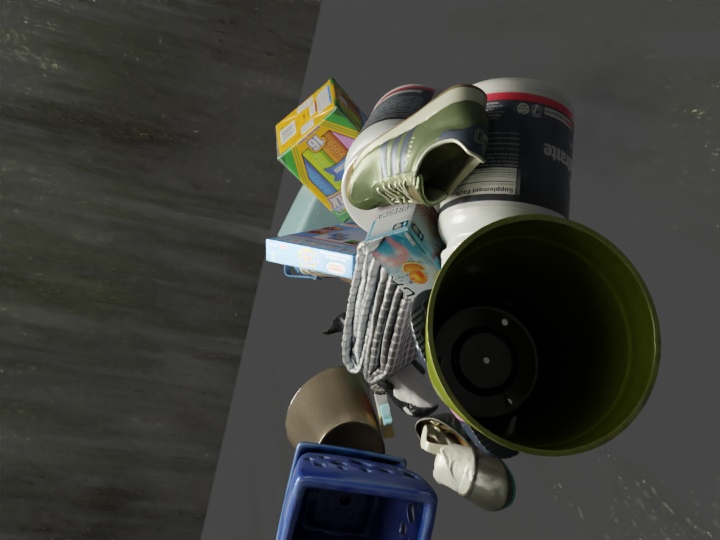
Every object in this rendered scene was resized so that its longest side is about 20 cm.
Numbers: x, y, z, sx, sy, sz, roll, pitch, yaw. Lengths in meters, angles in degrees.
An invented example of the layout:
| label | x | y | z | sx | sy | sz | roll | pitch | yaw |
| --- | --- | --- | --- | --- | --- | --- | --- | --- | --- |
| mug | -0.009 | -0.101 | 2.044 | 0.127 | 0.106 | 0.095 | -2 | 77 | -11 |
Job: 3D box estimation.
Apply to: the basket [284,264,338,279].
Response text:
| label | x | y | z | sx | sy | sz | roll | pitch | yaw |
| --- | --- | --- | --- | --- | --- | --- | --- | --- | --- |
| basket | -0.092 | -0.060 | 1.632 | 0.199 | 0.138 | 0.178 | 13 | 92 | 44 |

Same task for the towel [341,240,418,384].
| label | x | y | z | sx | sy | sz | roll | pitch | yaw |
| --- | --- | --- | --- | --- | --- | --- | --- | --- | --- |
| towel | 0.062 | 0.038 | 0.996 | 0.165 | 0.085 | 0.202 | -26 | -47 | -50 |

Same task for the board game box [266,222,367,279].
| label | x | y | z | sx | sy | sz | roll | pitch | yaw |
| --- | --- | --- | --- | --- | --- | --- | --- | --- | --- |
| board game box | -0.014 | -0.034 | 1.059 | 0.150 | 0.199 | 0.037 | 11 | 107 | 33 |

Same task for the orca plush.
| label | x | y | z | sx | sy | sz | roll | pitch | yaw |
| --- | --- | --- | --- | --- | --- | --- | --- | --- | --- |
| orca plush | 0.022 | 0.153 | 1.074 | 0.071 | 0.199 | 0.105 | -58 | -10 | 25 |

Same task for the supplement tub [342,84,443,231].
| label | x | y | z | sx | sy | sz | roll | pitch | yaw |
| --- | --- | --- | --- | --- | --- | --- | --- | --- | --- |
| supplement tub | 0.060 | -0.142 | 0.941 | 0.200 | 0.139 | 0.141 | -66 | -1 | -54 |

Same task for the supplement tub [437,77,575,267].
| label | x | y | z | sx | sy | sz | roll | pitch | yaw |
| --- | --- | --- | --- | --- | --- | --- | --- | --- | --- |
| supplement tub | 0.158 | -0.092 | 0.800 | 0.140 | 0.139 | 0.202 | 148 | 130 | -69 |

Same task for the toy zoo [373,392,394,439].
| label | x | y | z | sx | sy | sz | roll | pitch | yaw |
| --- | --- | --- | --- | --- | --- | --- | --- | --- | --- |
| toy zoo | 0.027 | 0.179 | 1.199 | 0.201 | 0.020 | 0.132 | -103 | 1 | -55 |

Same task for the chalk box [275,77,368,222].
| label | x | y | z | sx | sy | sz | roll | pitch | yaw |
| --- | --- | --- | --- | --- | --- | --- | --- | --- | --- |
| chalk box | -0.022 | -0.172 | 1.153 | 0.124 | 0.200 | 0.125 | -37 | 32 | 17 |

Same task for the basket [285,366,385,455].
| label | x | y | z | sx | sy | sz | roll | pitch | yaw |
| --- | --- | --- | --- | --- | --- | --- | --- | --- | --- |
| basket | -0.036 | 0.267 | 1.224 | 0.181 | 0.136 | 0.200 | -50 | 16 | -2 |

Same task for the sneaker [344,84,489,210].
| label | x | y | z | sx | sy | sz | roll | pitch | yaw |
| --- | --- | --- | --- | --- | --- | --- | --- | --- | --- |
| sneaker | 0.055 | -0.101 | 0.763 | 0.200 | 0.067 | 0.091 | -35 | 45 | 37 |

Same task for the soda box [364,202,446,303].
| label | x | y | z | sx | sy | sz | roll | pitch | yaw |
| --- | --- | --- | --- | --- | --- | --- | --- | --- | --- |
| soda box | 0.090 | 0.006 | 0.857 | 0.063 | 0.200 | 0.069 | -16 | 37 | 36 |

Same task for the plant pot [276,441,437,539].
| label | x | y | z | sx | sy | sz | roll | pitch | yaw |
| --- | --- | --- | --- | --- | --- | --- | --- | --- | --- |
| plant pot | -0.020 | 0.358 | 1.043 | 0.180 | 0.198 | 0.202 | -129 | 51 | -79 |

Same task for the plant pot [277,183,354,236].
| label | x | y | z | sx | sy | sz | roll | pitch | yaw |
| --- | --- | --- | --- | --- | --- | --- | --- | --- | --- |
| plant pot | -0.020 | -0.119 | 1.386 | 0.202 | 0.195 | 0.196 | -69 | 16 | 0 |

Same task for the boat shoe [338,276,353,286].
| label | x | y | z | sx | sy | sz | roll | pitch | yaw |
| --- | --- | --- | --- | --- | --- | --- | --- | --- | --- |
| boat shoe | 0.000 | 0.000 | 1.155 | 0.200 | 0.072 | 0.073 | -157 | 86 | -75 |

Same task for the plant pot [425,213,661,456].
| label | x | y | z | sx | sy | sz | roll | pitch | yaw |
| --- | --- | --- | --- | --- | --- | --- | --- | --- | --- |
| plant pot | 0.142 | 0.072 | 0.696 | 0.193 | 0.198 | 0.202 | 115 | 163 | -75 |

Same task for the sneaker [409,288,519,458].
| label | x | y | z | sx | sy | sz | roll | pitch | yaw |
| --- | --- | --- | --- | --- | --- | --- | --- | --- | --- |
| sneaker | 0.110 | 0.118 | 0.824 | 0.201 | 0.070 | 0.082 | 64 | 171 | 9 |

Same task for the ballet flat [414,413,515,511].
| label | x | y | z | sx | sy | sz | roll | pitch | yaw |
| --- | --- | --- | --- | --- | --- | --- | --- | --- | --- |
| ballet flat | 0.113 | 0.227 | 0.877 | 0.200 | 0.068 | 0.069 | -147 | 69 | -73 |
